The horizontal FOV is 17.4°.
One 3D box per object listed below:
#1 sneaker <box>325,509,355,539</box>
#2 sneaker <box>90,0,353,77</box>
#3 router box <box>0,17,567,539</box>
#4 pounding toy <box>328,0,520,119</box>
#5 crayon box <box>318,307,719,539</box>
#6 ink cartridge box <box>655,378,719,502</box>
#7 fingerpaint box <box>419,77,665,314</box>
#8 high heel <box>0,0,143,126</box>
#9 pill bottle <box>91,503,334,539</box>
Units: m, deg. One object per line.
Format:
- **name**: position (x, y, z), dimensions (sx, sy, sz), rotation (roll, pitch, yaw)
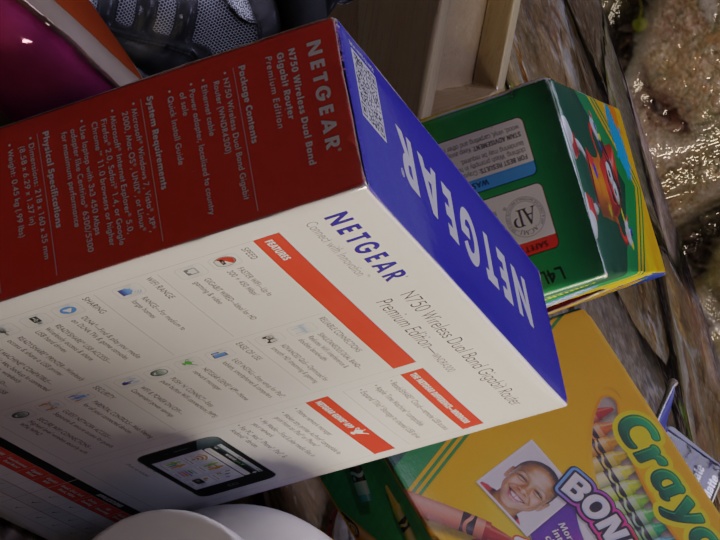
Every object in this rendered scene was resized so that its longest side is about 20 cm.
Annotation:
- **sneaker**: position (0.031, 0.152, 1.043), dimensions (0.200, 0.082, 0.078), rotation (-82, 151, -62)
- **sneaker**: position (-0.077, -0.111, 0.801), dimensions (0.075, 0.114, 0.200), rotation (38, 1, 41)
- **router box**: position (-0.052, 0.015, 0.677), dimensions (0.200, 0.178, 0.049), rotation (45, 31, -63)
- **pounding toy**: position (-0.008, -0.135, 0.996), dimensions (0.200, 0.141, 0.186), rotation (-32, 134, -72)
- **crayon box**: position (0.081, 0.121, 0.902), dimensions (0.201, 0.118, 0.058), rotation (58, -32, 26)
- **ink cartridge box**: position (0.102, 0.176, 1.036), dimensions (0.201, 0.040, 0.200), rotation (98, 17, -60)
- **fingerpaint box**: position (0.000, 0.000, 0.857), dimensions (0.167, 0.198, 0.074), rotation (-1, 74, -76)
- **high heel**: position (-0.101, -0.030, 0.667), dimensions (0.068, 0.096, 0.200), rotation (55, 1, 23)
- **pill bottle**: position (-0.028, 0.138, 0.777), dimensions (0.200, 0.103, 0.105), rotation (46, 29, -63)
